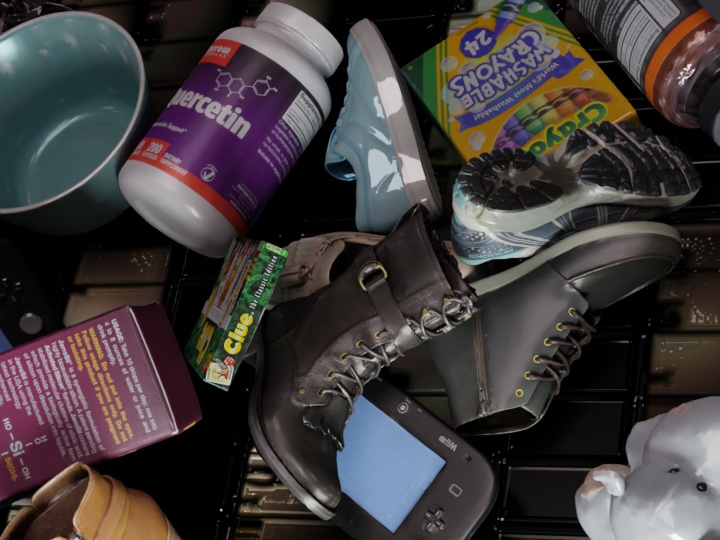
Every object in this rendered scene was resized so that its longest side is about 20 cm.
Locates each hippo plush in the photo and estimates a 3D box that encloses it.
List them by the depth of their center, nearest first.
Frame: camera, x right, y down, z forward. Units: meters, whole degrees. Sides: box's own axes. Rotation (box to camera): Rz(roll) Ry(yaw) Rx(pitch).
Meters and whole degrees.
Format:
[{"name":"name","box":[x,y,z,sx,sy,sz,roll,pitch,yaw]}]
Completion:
[{"name":"hippo plush","box":[0.190,0.150,1.082,0.159,0.161,0.200,33,77,34]}]

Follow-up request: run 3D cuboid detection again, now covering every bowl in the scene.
[{"name":"bowl","box":[-0.251,-0.108,1.463,0.201,0.105,0.201,-11,56,17]}]

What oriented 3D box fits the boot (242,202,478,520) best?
[{"name":"boot","box":[0.005,0.058,1.211,0.174,0.069,0.200,-29,51,15]}]

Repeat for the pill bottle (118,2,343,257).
[{"name":"pill bottle","box":[-0.100,-0.117,1.399,0.112,0.112,0.200,24,72,32]}]

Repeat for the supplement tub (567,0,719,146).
[{"name":"supplement tub","box":[0.242,-0.180,1.294,0.107,0.107,0.200,-33,54,2]}]

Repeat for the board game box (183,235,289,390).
[{"name":"board game box","box":[-0.093,0.027,1.254,0.023,0.200,0.105,22,88,-10]}]

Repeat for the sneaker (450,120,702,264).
[{"name":"sneaker","box":[0.152,-0.051,1.260,0.200,0.086,0.078,-8,52,-20]}]

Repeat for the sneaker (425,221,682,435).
[{"name":"sneaker","box":[0.146,0.045,1.228,0.200,0.075,0.106,-25,58,19]}]

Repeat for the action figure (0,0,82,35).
[{"name":"action figure","box":[-0.359,-0.220,1.581,0.200,0.102,0.119,-27,42,8]}]

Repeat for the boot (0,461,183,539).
[{"name":"boot","box":[-0.213,0.236,1.208,0.074,0.155,0.200,20,71,31]}]

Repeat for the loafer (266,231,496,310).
[{"name":"loafer","box":[0.000,0.000,1.308,0.200,0.063,0.072,-2,78,21]}]

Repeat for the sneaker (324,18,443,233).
[{"name":"sneaker","box":[0.003,-0.116,1.379,0.082,0.074,0.200,-20,54,8]}]

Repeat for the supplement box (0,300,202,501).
[{"name":"supplement box","box":[-0.233,0.104,1.284,0.200,0.131,0.103,-21,89,3]}]

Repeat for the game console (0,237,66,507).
[{"name":"game console","box":[-0.332,0.098,1.372,0.200,0.171,0.118,-24,28,8]}]

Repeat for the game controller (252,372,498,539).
[{"name":"game controller","box":[0.009,0.135,1.236,0.200,0.042,0.104,36,98,35]}]

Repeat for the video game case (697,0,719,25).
[{"name":"video game case","box":[0.296,-0.233,1.280,0.181,0.026,0.200,-3,45,-33]}]

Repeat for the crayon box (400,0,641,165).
[{"name":"crayon box","box":[0.133,-0.118,1.337,0.126,0.052,0.200,-34,54,1]}]
